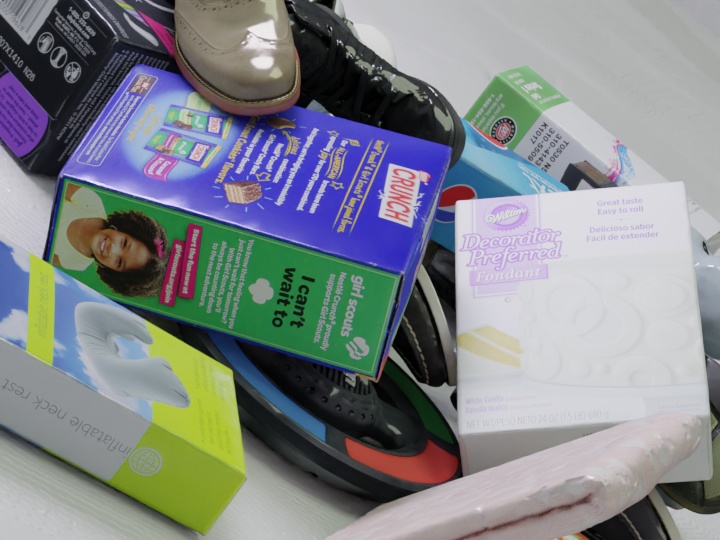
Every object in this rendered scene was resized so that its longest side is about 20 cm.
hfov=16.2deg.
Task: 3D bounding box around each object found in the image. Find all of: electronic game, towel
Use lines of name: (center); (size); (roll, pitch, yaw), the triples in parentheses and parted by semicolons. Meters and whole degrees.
electronic game: (-0.023, 0.066, 1.470); (0.200, 0.042, 0.200); (33, 17, -11)
towel: (0.067, 0.123, 1.282); (0.032, 0.191, 0.200); (69, 21, 0)

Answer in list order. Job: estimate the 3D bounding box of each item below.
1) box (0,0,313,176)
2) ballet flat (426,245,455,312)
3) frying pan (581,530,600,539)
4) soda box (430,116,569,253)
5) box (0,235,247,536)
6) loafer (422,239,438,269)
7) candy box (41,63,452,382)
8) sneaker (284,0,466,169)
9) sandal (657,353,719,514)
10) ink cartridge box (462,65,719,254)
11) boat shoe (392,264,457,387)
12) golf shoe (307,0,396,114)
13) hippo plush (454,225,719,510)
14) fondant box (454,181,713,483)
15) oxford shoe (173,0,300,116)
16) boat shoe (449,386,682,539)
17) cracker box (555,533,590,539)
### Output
box: (-0.148, -0.124, 1.611); (0.122, 0.106, 0.200); (48, 20, 30)
ballet flat: (0.094, 0.037, 1.783); (0.066, 0.057, 0.200); (-4, 33, -31)
frying pan: (0.135, 0.156, 1.558); (0.115, 0.031, 0.190); (39, 21, 17)
soda box: (0.073, -0.054, 1.710); (0.200, 0.064, 0.068); (30, 24, -42)
box: (-0.153, 0.045, 1.269); (0.200, 0.048, 0.122); (31, 18, -20)
loafer: (-0.006, -0.029, 1.701); (0.076, 0.067, 0.200); (43, 18, 19)
candy box: (-0.061, -0.032, 1.446); (0.200, 0.077, 0.169); (15, 29, 5)
sneaker: (-0.029, -0.130, 1.595); (0.200, 0.060, 0.104); (43, 17, 29)
sandal: (0.175, 0.077, 1.537); (0.201, 0.080, 0.057); (50, -20, 43)
ink cartridge box: (0.146, -0.032, 1.871); (0.200, 0.145, 0.084); (40, 18, 10)
boat shoe: (0.000, 0.000, 1.557); (0.074, 0.060, 0.200); (89, -23, -54)
golf shoe: (-0.018, -0.152, 1.759); (0.078, 0.097, 0.200); (24, 27, 12)
hippo plush: (0.192, 0.052, 1.656); (0.200, 0.161, 0.159); (27, -9, 25)
fondant box: (0.129, 0.038, 1.503); (0.144, 0.058, 0.200); (-5, 43, 6)
oxford shoe: (-0.081, -0.170, 1.509); (0.070, 0.075, 0.200); (-10, 44, -14)
boat shoe: (0.125, 0.129, 1.511); (0.063, 0.073, 0.200); (-24, 56, -18)
cracker box: (0.106, 0.202, 1.343); (0.134, 0.058, 0.200); (37, 16, 4)
